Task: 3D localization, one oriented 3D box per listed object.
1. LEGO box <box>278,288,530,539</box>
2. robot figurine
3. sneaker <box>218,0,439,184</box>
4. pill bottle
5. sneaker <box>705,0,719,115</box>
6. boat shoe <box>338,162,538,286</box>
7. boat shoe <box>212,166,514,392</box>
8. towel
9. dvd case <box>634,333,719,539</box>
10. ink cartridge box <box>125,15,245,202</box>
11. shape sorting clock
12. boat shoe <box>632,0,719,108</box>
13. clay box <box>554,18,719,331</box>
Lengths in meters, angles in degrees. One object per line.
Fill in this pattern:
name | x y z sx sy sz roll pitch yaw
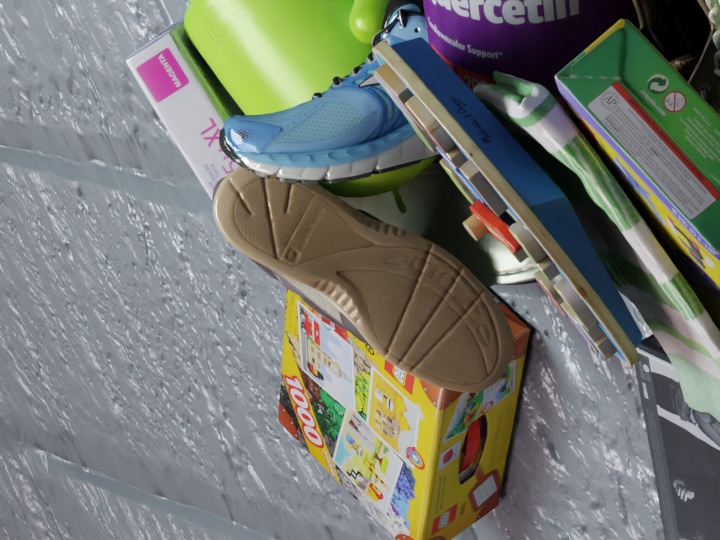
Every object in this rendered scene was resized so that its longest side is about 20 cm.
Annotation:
LEGO box | 0.024 0.069 1.760 0.149 0.077 0.200 43 151 26
robot figurine | -0.022 -0.128 1.577 0.200 0.116 0.175 52 149 10
sneaker | 0.017 -0.103 1.479 0.078 0.200 0.090 -143 37 -81
pill bottle | 0.082 -0.173 1.352 0.112 0.112 0.200 33 145 40
sneaker | 0.182 -0.101 1.222 0.090 0.067 0.200 -51 58 20
boat shoe | 0.055 -0.027 1.623 0.201 0.072 0.061 13 174 40
boat shoe | 0.000 0.000 1.568 0.200 0.072 0.065 31 -178 -14
towel | 0.125 -0.007 1.290 0.200 0.023 0.153 55 178 -9
dvd case | 0.222 0.128 1.385 0.200 0.025 0.150 26 137 48
ink cartridge box | -0.082 -0.102 1.673 0.119 0.042 0.200 58 -166 -8
shape sorting clock | 0.068 -0.031 1.324 0.200 0.039 0.200 54 178 3
boat shoe | 0.169 -0.105 1.323 0.072 0.072 0.200 -1 119 59
clay box | 0.154 -0.031 1.272 0.115 0.048 0.200 49 177 21
